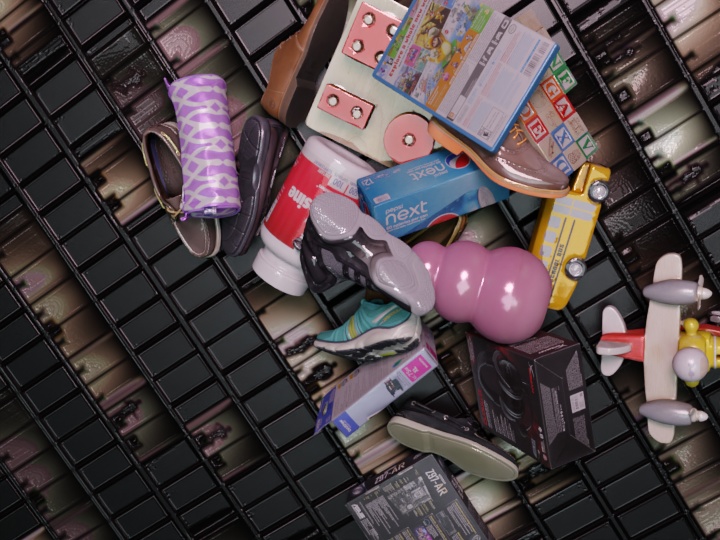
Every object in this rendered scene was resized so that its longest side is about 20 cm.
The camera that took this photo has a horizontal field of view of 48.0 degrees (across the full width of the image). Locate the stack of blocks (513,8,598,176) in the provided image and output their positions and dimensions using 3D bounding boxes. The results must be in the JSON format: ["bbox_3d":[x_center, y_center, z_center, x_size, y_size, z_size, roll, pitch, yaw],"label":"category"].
[{"bbox_3d":[0.224,-0.220,1.053,0.115,0.058,0.201,-37,97,-26],"label":"stack of blocks"}]

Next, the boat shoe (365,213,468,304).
[{"bbox_3d":[0.072,-0.018,1.135,0.072,0.068,0.201,36,104,-4],"label":"boat shoe"}]

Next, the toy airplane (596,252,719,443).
[{"bbox_3d":[0.417,0.107,1.089,0.200,0.141,0.199,44,103,-5],"label":"toy airplane"}]

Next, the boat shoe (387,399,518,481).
[{"bbox_3d":[0.140,0.239,1.170,0.197,0.066,0.075,14,136,23],"label":"boat shoe"}]

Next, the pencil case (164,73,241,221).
[{"bbox_3d":[-0.214,-0.165,1.105,0.084,0.084,0.203,-7,82,0],"label":"pencil case"}]

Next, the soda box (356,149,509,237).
[{"bbox_3d":[0.098,-0.108,1.070,0.197,0.064,0.068,-19,136,-12],"label":"soda box"}]

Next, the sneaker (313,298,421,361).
[{"bbox_3d":[0.013,0.082,1.138,0.199,0.077,0.081,-19,61,43],"label":"sneaker"}]

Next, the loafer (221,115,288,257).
[{"bbox_3d":[-0.144,-0.114,1.141,0.072,0.062,0.203,28,110,43],"label":"loafer"}]

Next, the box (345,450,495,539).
[{"bbox_3d":[0.095,0.389,1.232,0.159,0.044,0.201,-33,97,11],"label":"box"}]

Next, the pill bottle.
[{"bbox_3d":[-0.068,-0.072,1.116,0.111,0.112,0.202,29,104,-1],"label":"pill bottle"}]

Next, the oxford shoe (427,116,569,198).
[{"bbox_3d":[0.177,-0.158,1.000,0.199,0.071,0.073,32,125,13],"label":"oxford shoe"}]

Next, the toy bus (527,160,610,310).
[{"bbox_3d":[0.279,-0.051,1.109,0.077,0.065,0.203,14,104,4],"label":"toy bus"}]

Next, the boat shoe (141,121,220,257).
[{"bbox_3d":[-0.257,-0.109,1.150,0.071,0.060,0.203,-13,101,19],"label":"boat shoe"}]

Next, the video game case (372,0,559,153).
[{"bbox_3d":[0.123,-0.255,0.990,0.199,0.018,0.144,37,104,25],"label":"video game case"}]

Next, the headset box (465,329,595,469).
[{"bbox_3d":[0.222,0.158,1.103,0.076,0.200,0.151,-15,103,-20],"label":"headset box"}]

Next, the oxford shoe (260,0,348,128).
[{"bbox_3d":[-0.080,-0.301,1.095,0.071,0.071,0.202,32,99,24],"label":"oxford shoe"}]

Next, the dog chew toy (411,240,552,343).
[{"bbox_3d":[0.145,0.019,1.056,0.197,0.125,0.126,16,103,6],"label":"dog chew toy"}]

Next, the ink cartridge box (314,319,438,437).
[{"bbox_3d":[0.022,0.159,1.152,0.199,0.120,0.042,-38,102,12],"label":"ink cartridge box"}]

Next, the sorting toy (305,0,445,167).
[{"bbox_3d":[0.049,-0.245,1.089,0.197,0.070,0.202,26,103,0],"label":"sorting toy"}]

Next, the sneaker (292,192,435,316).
[{"bbox_3d":[0.000,0.000,1.030,0.200,0.075,0.114,43,133,4],"label":"sneaker"}]
